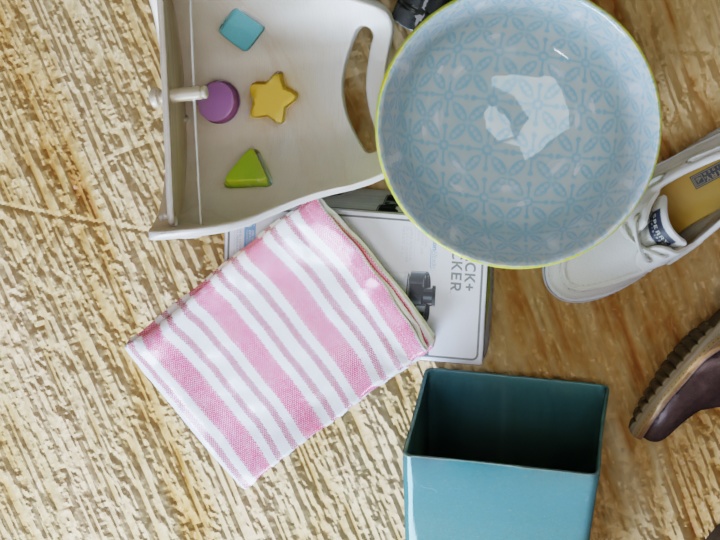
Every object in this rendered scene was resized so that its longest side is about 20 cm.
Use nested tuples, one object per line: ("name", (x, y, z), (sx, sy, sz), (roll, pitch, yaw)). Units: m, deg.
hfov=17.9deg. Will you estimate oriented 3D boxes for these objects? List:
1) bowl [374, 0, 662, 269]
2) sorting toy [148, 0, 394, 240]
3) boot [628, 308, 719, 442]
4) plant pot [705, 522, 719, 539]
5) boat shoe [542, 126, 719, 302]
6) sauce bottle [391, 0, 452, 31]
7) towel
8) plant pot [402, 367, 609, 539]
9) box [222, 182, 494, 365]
("bowl", (0.107, -0.106, 1.627), (0.199, 0.108, 0.201), (0, 98, -3))
("sorting toy", (-0.062, -0.125, 1.645), (0.179, 0.107, 0.201), (-3, 90, 7))
("boot", (0.315, 0.094, 1.680), (0.166, 0.072, 0.200), (42, 104, -3))
("plant pot", (0.336, 0.284, 1.681), (0.200, 0.175, 0.201), (3, 108, 8))
("boat shoe", (0.217, -0.037, 1.659), (0.200, 0.070, 0.071), (-31, 100, 15))
("sauce bottle", (0.080, -0.262, 1.617), (0.066, 0.066, 0.200), (28, 108, 0))
("towel", (-0.061, 0.055, 1.686), (0.200, 0.030, 0.146), (-38, 98, 18))
("plant pot", (0.104, 0.199, 1.712), (0.141, 0.141, 0.201), (6, 114, 7))
("box", (0.000, 0.000, 1.707), (0.199, 0.060, 0.117), (6, 107, 7))
